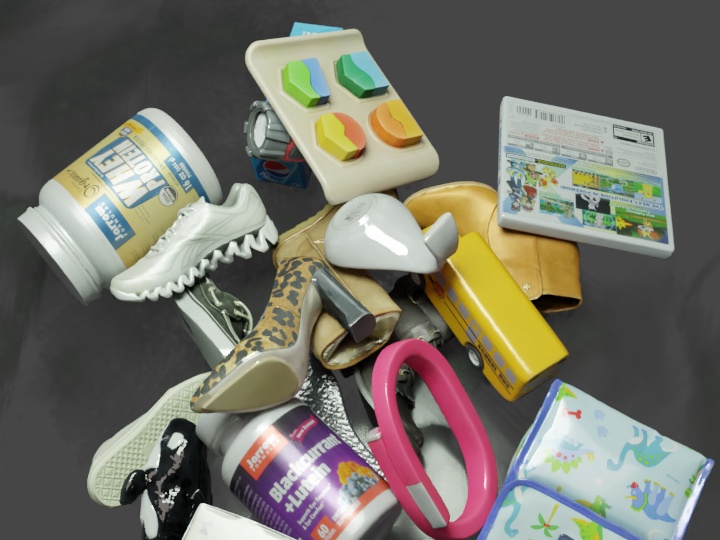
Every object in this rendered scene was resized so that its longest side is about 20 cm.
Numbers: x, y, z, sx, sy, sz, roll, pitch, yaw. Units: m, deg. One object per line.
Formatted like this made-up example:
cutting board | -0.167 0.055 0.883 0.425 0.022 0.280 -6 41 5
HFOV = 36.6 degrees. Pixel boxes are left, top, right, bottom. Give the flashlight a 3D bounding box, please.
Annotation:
flashlight | -0.034 -0.150 1.248 0.197 0.068 0.069 2 95 -33

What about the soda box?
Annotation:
soda box | -0.074 -0.204 1.332 0.067 0.065 0.203 10 61 12

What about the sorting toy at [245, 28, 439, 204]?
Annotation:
sorting toy | -0.014 -0.181 1.214 0.183 0.036 0.202 -18 73 -43

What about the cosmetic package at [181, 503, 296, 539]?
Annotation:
cosmetic package | -0.097 0.294 0.971 0.102 0.201 0.088 17 62 17

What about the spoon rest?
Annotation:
spoon rest | 0.032 -0.033 1.102 0.099 0.061 0.199 -46 29 -18

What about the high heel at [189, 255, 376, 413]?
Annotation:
high heel | -0.099 0.060 1.061 0.198 0.072 0.142 -28 41 -21

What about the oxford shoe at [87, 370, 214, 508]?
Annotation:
oxford shoe | -0.204 0.170 1.134 0.199 0.057 0.076 -38 103 -26

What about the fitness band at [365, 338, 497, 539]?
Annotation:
fitness band | 0.069 0.164 1.046 0.037 0.202 0.144 -20 15 33

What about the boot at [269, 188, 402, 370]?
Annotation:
boot | 0.000 0.000 1.169 0.174 0.066 0.200 -35 38 0

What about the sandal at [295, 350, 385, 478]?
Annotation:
sandal | -0.033 0.174 1.131 0.075 0.043 0.202 -31 71 -3

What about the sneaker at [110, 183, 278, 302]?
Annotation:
sneaker | -0.188 -0.030 1.185 0.198 0.082 0.075 -29 23 -24

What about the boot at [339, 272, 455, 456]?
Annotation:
boot | 0.065 0.080 1.152 0.172 0.070 0.201 -29 59 -9

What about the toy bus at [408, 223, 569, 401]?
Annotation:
toy bus | 0.123 0.034 1.110 0.064 0.079 0.201 -27 68 -21

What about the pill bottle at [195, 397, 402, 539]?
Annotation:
pill bottle | -0.064 0.195 1.049 0.199 0.112 0.111 40 71 19

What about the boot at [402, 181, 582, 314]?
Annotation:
boot | 0.144 -0.019 1.195 0.197 0.071 0.146 2 55 1

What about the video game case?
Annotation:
video game case | 0.252 -0.107 1.226 0.196 0.022 0.185 11 53 -5

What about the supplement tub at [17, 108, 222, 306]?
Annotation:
supplement tub | -0.270 -0.071 1.230 0.199 0.145 0.144 -41 64 -17

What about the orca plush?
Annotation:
orca plush | -0.182 0.244 1.056 0.070 0.105 0.202 -9 50 47

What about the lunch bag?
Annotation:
lunch bag | 0.210 0.233 1.018 0.168 0.128 0.202 27 73 13

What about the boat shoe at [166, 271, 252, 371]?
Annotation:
boat shoe | -0.151 0.053 1.158 0.063 0.072 0.200 -27 35 -15
